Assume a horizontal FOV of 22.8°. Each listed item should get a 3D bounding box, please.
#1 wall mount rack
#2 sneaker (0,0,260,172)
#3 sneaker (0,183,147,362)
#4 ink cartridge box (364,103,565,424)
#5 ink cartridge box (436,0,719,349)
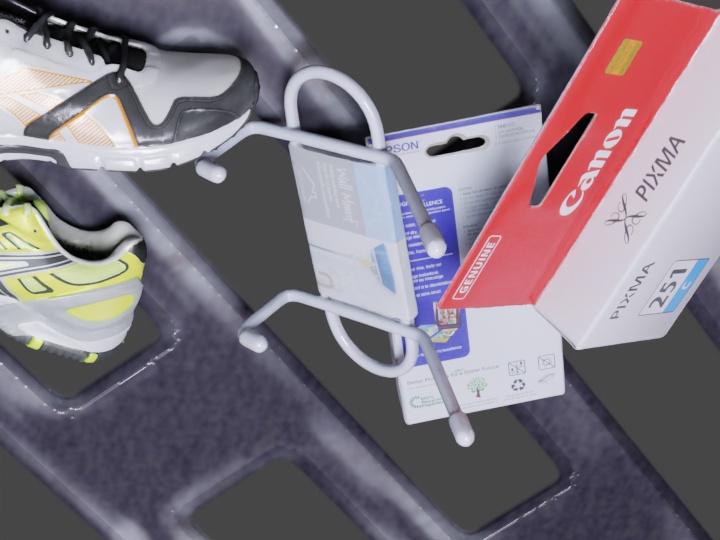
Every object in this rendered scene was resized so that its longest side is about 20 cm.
[{"bbox_3d":[0.000,0.000,0.934,0.075,0.174,0.200,-41,133,-36],"label":"wall mount rack"},{"bbox_3d":[-0.150,-0.096,0.895,0.200,0.074,0.080,-4,121,-7],"label":"sneaker"},{"bbox_3d":[-0.207,-0.016,0.945,0.200,0.075,0.076,16,112,-31],"label":"sneaker"},{"bbox_3d":[0.059,-0.008,1.008,0.099,0.039,0.200,-10,125,-3],"label":"ink cartridge box"},{"bbox_3d":[0.152,-0.047,0.942,0.176,0.045,0.200,-3,130,-49],"label":"ink cartridge box"}]
